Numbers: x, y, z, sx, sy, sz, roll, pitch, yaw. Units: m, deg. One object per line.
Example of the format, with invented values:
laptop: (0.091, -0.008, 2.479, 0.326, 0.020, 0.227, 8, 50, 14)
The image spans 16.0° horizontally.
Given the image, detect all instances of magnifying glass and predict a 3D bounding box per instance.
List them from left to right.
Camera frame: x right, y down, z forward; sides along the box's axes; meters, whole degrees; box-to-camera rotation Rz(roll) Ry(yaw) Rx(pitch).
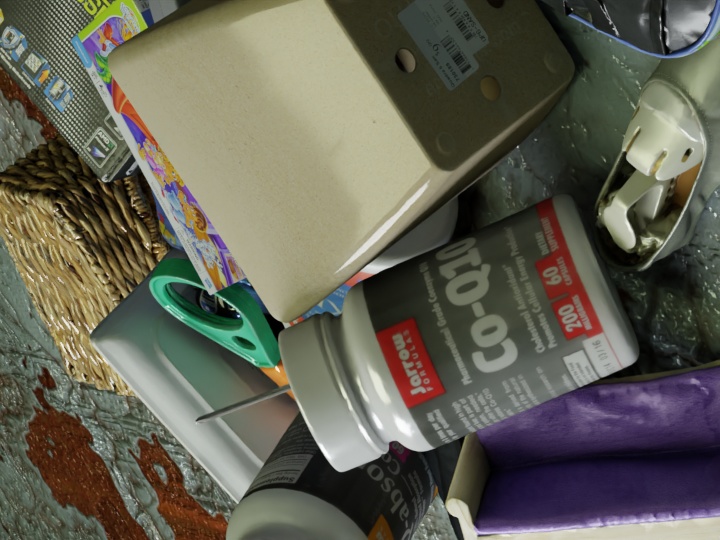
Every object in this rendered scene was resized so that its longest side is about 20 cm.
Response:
magnifying glass: (-0.079, 0.054, 1.880, 0.079, 0.022, 0.200, -1, 147, 44)

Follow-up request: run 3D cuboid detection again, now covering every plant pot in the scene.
plant pot: (0.008, -0.118, 1.553, 0.200, 0.200, 0.177, 57, 143, -6)

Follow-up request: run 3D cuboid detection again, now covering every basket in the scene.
basket: (-0.179, -0.020, 2.036, 0.143, 0.149, 0.200, 9, 129, 52)

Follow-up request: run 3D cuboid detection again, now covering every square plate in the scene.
square plate: (-0.090, 0.071, 1.938, 0.200, 0.198, 0.028, 48, 126, -7)

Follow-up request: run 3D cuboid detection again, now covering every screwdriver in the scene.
screwdriver: (-0.038, 0.079, 1.858, 0.029, 0.200, 0.028, -28, 82, 48)

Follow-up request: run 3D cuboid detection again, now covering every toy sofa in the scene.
toy sofa: (0.156, 0.123, 1.584, 0.200, 0.083, 0.098, -7, 119, 17)

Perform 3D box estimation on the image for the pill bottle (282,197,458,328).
pill bottle: (0.000, 0.000, 1.786, 0.112, 0.112, 0.200, 45, 153, 19)

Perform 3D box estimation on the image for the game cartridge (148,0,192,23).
game cartridge: (-0.060, -0.144, 1.646, 0.040, 0.133, 0.200, -26, 89, 50)

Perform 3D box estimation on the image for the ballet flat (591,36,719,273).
ballet flat: (0.175, -0.062, 1.464, 0.067, 0.064, 0.200, 45, 153, 20)

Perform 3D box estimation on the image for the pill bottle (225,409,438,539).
pill bottle: (-0.023, 0.171, 1.758, 0.116, 0.200, 0.117, 14, 130, 17)

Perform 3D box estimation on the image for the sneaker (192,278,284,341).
sneaker: (-0.091, -0.010, 1.885, 0.200, 0.089, 0.079, 46, 172, -38)

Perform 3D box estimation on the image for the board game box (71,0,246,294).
board game box: (-0.109, -0.091, 1.704, 0.200, 0.045, 0.134, 61, 156, -2)

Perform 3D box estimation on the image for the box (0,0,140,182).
box: (-0.179, -0.198, 1.806, 0.200, 0.047, 0.193, 49, 120, 13)

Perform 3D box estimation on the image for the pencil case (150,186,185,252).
pencil case: (-0.130, -0.106, 1.914, 0.087, 0.078, 0.200, 27, 144, 35)

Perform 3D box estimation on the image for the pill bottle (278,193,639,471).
pill bottle: (0.059, 0.042, 1.569, 0.114, 0.200, 0.114, -24, -90, -82)

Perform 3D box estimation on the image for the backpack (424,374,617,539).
backpack: (0.117, 0.130, 1.737, 0.163, 0.154, 0.200, 15, 119, 42)

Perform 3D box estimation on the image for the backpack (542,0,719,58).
backpack: (0.147, -0.214, 1.222, 0.183, 0.147, 0.200, 36, 146, 31)
